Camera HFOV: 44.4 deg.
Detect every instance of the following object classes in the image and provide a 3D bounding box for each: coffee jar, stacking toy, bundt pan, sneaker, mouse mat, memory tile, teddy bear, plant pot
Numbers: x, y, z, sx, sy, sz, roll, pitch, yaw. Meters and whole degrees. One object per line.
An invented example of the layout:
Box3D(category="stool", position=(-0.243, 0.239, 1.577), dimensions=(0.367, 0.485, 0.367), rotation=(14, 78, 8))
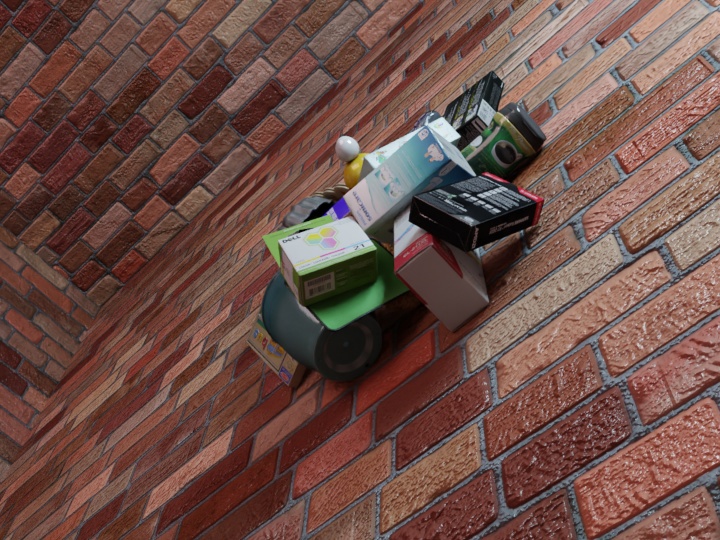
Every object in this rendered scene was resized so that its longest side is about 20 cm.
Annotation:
Box3D(category="coffee jar", position=(0.247, -0.214, 1.649), dimensions=(0.200, 0.104, 0.085), rotation=(-44, 19, 7))
Box3D(category="stacking toy", position=(0.015, -0.191, 1.808), dimensions=(0.145, 0.201, 0.147), rotation=(-28, 21, 12))
Box3D(category="bundt pan", position=(-0.123, -0.081, 2.032), dimensions=(0.075, 0.203, 0.203), rotation=(27, 70, 29))
Box3D(category="sneaker", position=(0.147, -0.272, 2.035), dimensions=(0.087, 0.074, 0.202), rotation=(25, 89, 59))
Box3D(category="mouse mat", position=(-0.014, 0.021, 1.528), dimensions=(0.198, 0.008, 0.161), rotation=(-26, 47, -25))
Box3D(category="memory tile", position=(-0.034, -0.152, 2.068), dimensions=(0.199, 0.152, 0.017), rotation=(-13, 57, 58))
Box3D(category="teddy bear", position=(0.077, -0.008, 1.623), dimensions=(0.143, 0.068, 0.201), rotation=(4, 35, 17))
Box3D(category="plant pot", position=(-0.057, 0.095, 1.581), dimensions=(0.200, 0.200, 0.188), rotation=(-47, 33, 0))

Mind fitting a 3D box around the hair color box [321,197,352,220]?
Box3D(category="hair color box", position=(0.004, -0.123, 1.958), dimensions=(0.200, 0.109, 0.065), rotation=(-42, 41, 11))

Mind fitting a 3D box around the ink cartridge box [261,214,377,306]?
Box3D(category="ink cartridge box", position=(-0.078, -0.047, 1.544), dimensions=(0.146, 0.076, 0.201), rotation=(-19, 46, -18))

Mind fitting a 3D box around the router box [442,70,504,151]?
Box3D(category="router box", position=(0.244, -0.349, 1.996), dimensions=(0.149, 0.051, 0.201), rotation=(-33, 23, 40))

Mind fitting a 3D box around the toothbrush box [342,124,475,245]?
Box3D(category="toothbrush box", position=(0.091, -0.144, 1.566), dimensions=(0.200, 0.146, 0.086), rotation=(-41, 64, 17))

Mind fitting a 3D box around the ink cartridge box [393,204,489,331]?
Box3D(category="ink cartridge box", position=(0.129, -0.019, 1.454), dimensions=(0.083, 0.146, 0.201), rotation=(-39, 21, 20))

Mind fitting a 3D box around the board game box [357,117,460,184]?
Box3D(category="board game box", position=(0.085, -0.190, 1.690), dimensions=(0.199, 0.064, 0.148), rotation=(-30, -23, -27))

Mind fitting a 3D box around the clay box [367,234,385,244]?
Box3D(category="clay box", position=(0.000, 0.000, 1.741), dimensions=(0.200, 0.115, 0.048), rotation=(-49, 19, -7))

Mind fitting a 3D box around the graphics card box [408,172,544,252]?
Box3D(category="graphics card box", position=(0.186, -0.096, 1.404), dimensions=(0.125, 0.051, 0.199), rotation=(31, 34, 33))

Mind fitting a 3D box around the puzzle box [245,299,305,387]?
Box3D(category="puzzle box", position=(-0.158, 0.132, 1.788), dimensions=(0.199, 0.025, 0.134), rotation=(34, 104, 50))
